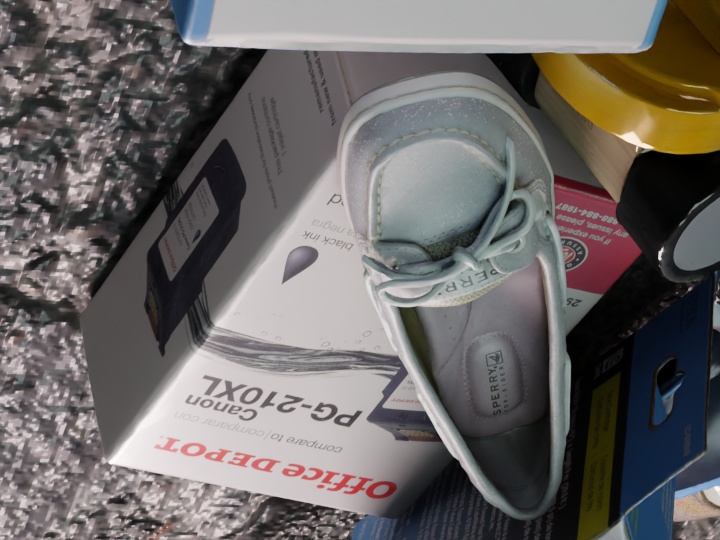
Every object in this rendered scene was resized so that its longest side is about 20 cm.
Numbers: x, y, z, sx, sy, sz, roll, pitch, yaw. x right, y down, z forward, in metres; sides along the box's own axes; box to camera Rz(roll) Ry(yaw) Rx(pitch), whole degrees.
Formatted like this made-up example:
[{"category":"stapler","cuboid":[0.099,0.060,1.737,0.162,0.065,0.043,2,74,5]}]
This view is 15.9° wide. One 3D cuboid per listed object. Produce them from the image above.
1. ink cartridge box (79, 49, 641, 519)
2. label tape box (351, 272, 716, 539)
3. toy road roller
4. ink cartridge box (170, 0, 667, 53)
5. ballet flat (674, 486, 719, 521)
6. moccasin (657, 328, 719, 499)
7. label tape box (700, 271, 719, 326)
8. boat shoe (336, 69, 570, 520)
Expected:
[{"category":"ink cartridge box","cuboid":[0.000,0.000,1.005,0.145,0.084,0.200,14,132,-30]},{"category":"label tape box","cuboid":[0.079,0.108,1.019,0.200,0.144,0.063,-36,107,24]},{"category":"toy road roller","cuboid":[0.150,-0.100,0.889,0.200,0.123,0.146,-21,148,-24]},{"category":"ink cartridge box","cuboid":[0.009,-0.182,0.753,0.146,0.200,0.147,-1,134,-18]},{"category":"ballet flat","cuboid":[0.191,0.063,1.163,0.068,0.067,0.200,4,132,-26]},{"category":"moccasin","cuboid":[0.087,0.074,1.127,0.200,0.080,0.068,-27,117,19]},{"category":"label tape box","cuboid":[0.243,-0.042,1.039,0.200,0.066,0.143,4,135,5]},{"category":"boat shoe","cuboid":[0.041,0.010,0.913,0.074,0.065,0.202,-15,139,-1]}]
